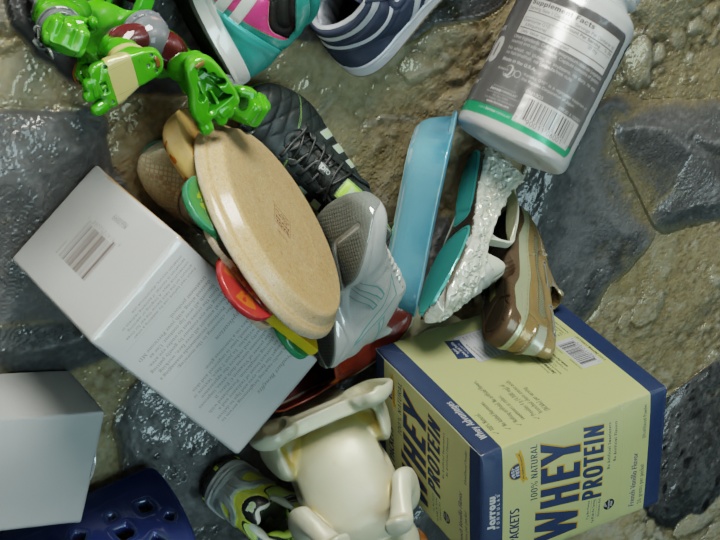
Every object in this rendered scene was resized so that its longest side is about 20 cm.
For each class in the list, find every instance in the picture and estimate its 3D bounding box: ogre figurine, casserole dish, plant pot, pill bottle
[{"bbox_3d":[-0.169,-0.165,1.155,0.199,0.120,0.098,-5,122,-34],"label":"ogre figurine"},{"bbox_3d":[0.053,-0.054,1.410,0.039,0.121,0.201,11,113,4],"label":"casserole dish"},{"bbox_3d":[-0.214,0.329,1.355,0.200,0.180,0.201,-23,128,-26],"label":"plant pot"},{"bbox_3d":[0.181,-0.200,1.404,0.113,0.113,0.200,29,88,-44],"label":"pill bottle"}]

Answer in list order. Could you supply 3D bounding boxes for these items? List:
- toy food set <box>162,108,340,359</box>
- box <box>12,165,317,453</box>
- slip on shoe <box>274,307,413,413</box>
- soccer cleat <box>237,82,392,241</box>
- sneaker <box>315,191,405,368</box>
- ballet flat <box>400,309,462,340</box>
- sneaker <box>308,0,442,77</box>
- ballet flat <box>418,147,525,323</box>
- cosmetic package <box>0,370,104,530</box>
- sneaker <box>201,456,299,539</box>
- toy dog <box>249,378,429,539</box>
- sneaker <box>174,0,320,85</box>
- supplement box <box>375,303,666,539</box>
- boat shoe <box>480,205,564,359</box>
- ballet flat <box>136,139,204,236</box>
[{"bbox_3d":[-0.082,-0.029,1.218,0.049,0.198,0.200,-28,139,16],"label":"toy food set"},{"bbox_3d":[-0.159,0.033,1.255,0.106,0.152,0.200,-49,135,-4],"label":"box"},{"bbox_3d":[-0.028,0.078,1.437,0.200,0.061,0.074,-28,108,-22],"label":"slip on shoe"},{"bbox_3d":[-0.034,-0.090,1.329,0.068,0.081,0.200,-48,134,-5],"label":"soccer cleat"},{"bbox_3d":[0.000,0.000,1.339,0.080,0.070,0.201,-20,146,-27],"label":"sneaker"},{"bbox_3d":[0.093,0.078,1.538,0.200,0.069,0.070,7,110,-40],"label":"ballet flat"},{"bbox_3d":[0.031,-0.261,1.271,0.200,0.070,0.108,-54,153,4],"label":"sneaker"},{"bbox_3d":[0.113,-0.029,1.426,0.072,0.072,0.200,53,46,-43],"label":"ballet flat"},{"bbox_3d":[-0.320,0.150,1.249,0.200,0.081,0.113,1,115,-39],"label":"cosmetic package"},{"bbox_3d":[-0.075,0.254,1.501,0.200,0.076,0.076,35,90,-45],"label":"sneaker"},{"bbox_3d":[-0.015,0.218,1.422,0.139,0.194,0.201,-23,93,-17],"label":"toy dog"},{"bbox_3d":[-0.090,-0.245,1.192,0.121,0.084,0.200,-35,139,-10],"label":"sneaker"},{"bbox_3d":[0.145,0.146,1.437,0.199,0.200,0.135,-17,123,-23],"label":"supplement box"},{"bbox_3d":[0.159,0.016,1.470,0.076,0.200,0.072,26,128,-14],"label":"boat shoe"},{"bbox_3d":[-0.108,-0.048,1.309,0.068,0.062,0.200,-51,134,1],"label":"ballet flat"}]
